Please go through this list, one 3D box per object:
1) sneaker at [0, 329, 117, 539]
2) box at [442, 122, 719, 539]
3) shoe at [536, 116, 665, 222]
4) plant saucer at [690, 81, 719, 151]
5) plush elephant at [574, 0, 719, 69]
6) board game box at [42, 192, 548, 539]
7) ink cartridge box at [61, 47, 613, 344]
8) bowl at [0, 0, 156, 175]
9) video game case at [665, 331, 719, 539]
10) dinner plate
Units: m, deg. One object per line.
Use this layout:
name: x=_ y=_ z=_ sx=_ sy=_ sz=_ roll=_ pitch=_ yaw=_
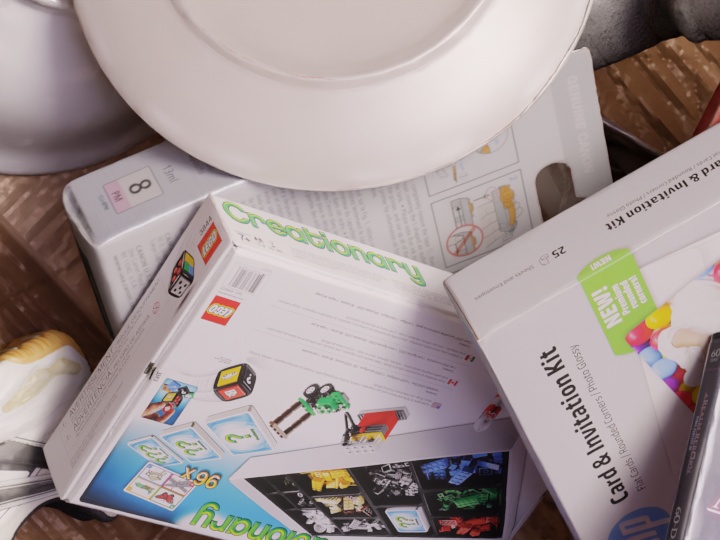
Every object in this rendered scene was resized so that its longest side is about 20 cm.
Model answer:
sneaker: x=-0.177 y=0.100 z=0.992 sx=0.199 sy=0.076 sz=0.088 roll=-27 pitch=97 yaw=-22
box: x=0.147 y=0.015 z=0.977 sx=0.199 sy=0.041 sz=0.156 roll=-28 pitch=132 yaw=0
shoe: x=0.144 y=0.000 z=1.094 sx=0.200 sy=0.054 sz=0.070 roll=38 pitch=51 yaw=18
plant saucer: x=0.204 y=-0.045 z=1.006 sx=0.199 sy=0.037 sz=0.200 roll=8 pitch=123 yaw=-28
plush elephant: x=0.081 y=-0.162 z=1.060 sx=0.164 sy=0.200 sz=0.156 roll=-20 pitch=100 yaw=22
board game box: x=-0.005 y=0.054 z=1.005 sx=0.199 sy=0.035 sz=0.127 roll=18 pitch=118 yaw=-35
ink cartridge box: x=0.000 y=0.000 z=1.020 sx=0.199 sy=0.057 sz=0.163 roll=-25 pitch=133 yaw=-11
bowl: x=-0.123 y=-0.142 z=1.023 sx=0.200 sy=0.090 sz=0.203 roll=2 pitch=86 yaw=-22
video game case: x=0.167 y=0.138 z=0.941 sx=0.142 sy=0.019 sz=0.201 roll=19 pitch=78 yaw=-18
dinner plate: x=-0.010 y=-0.127 z=0.961 sx=0.199 sy=0.024 sz=0.202 roll=0 pitch=75 yaw=1
